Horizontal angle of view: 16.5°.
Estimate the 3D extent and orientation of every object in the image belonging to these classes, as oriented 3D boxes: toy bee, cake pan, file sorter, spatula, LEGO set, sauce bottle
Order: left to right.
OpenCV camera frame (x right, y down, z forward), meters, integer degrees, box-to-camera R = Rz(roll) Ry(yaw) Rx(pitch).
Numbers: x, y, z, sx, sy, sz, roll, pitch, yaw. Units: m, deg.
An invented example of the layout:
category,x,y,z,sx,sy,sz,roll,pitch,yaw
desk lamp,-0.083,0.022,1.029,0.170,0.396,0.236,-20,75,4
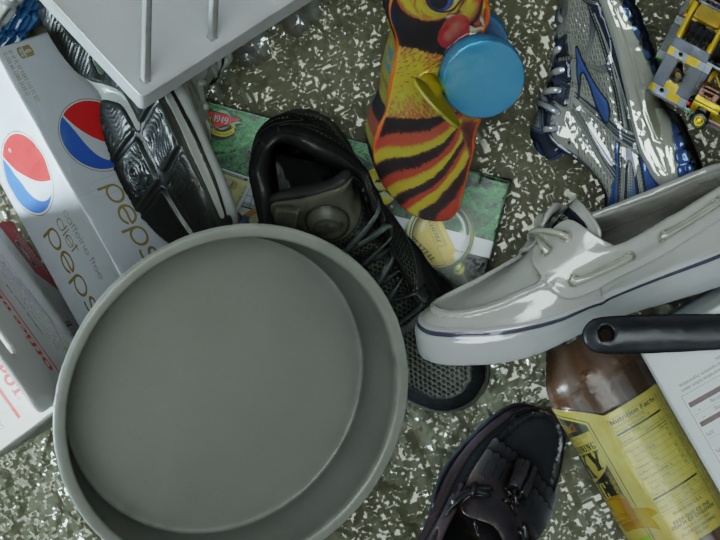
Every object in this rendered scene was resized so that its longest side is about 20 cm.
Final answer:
category,x,y,z,sx,sy,sz,roll,pitch,yaw
file sorter,-0.082,-0.216,1.336,0.200,0.125,0.139,-35,68,-22
cake pan,-0.072,0.067,1.334,0.200,0.037,0.201,-7,110,-20
toy bee,0.039,-0.134,1.385,0.109,0.131,0.200,19,89,-15
sauce bottle,0.149,0.084,1.429,0.065,0.065,0.200,-30,88,7
spatula,0.215,0.030,1.285,0.200,0.021,0.057,-4,79,9
LEGO set,0.235,-0.136,1.341,0.154,0.200,0.116,31,110,12

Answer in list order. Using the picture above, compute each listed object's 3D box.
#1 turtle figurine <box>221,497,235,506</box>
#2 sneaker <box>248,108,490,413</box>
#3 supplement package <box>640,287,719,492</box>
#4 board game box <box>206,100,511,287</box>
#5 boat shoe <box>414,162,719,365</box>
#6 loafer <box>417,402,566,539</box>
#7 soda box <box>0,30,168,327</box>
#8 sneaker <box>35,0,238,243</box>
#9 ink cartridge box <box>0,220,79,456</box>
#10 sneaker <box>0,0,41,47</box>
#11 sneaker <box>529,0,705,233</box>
category,x,y,z,sx,sy,sz,roll,pitch,yaw
turtle figurine,-0.087,0.231,1.421,0.200,0.144,0.194,-17,88,3
sneaker,0.000,0.000,1.392,0.076,0.114,0.200,-31,92,9
supplement package,0.267,0.087,1.370,0.151,0.152,0.200,-31,89,7
board game box,-0.020,-0.029,1.459,0.200,0.023,0.105,14,93,5
boat shoe,0.121,-0.006,1.357,0.200,0.072,0.066,-16,114,-2
loafer,0.064,0.162,1.409,0.072,0.063,0.200,40,72,-15
soda box,-0.150,-0.037,1.423,0.064,0.068,0.200,-24,79,-37
sneaker,-0.092,-0.109,1.402,0.115,0.076,0.201,-17,71,-34
ink cartridge box,-0.210,0.040,1.392,0.067,0.200,0.117,-36,89,6
sneaker,-0.239,-0.155,1.458,0.087,0.075,0.200,40,94,16
sneaker,0.131,-0.101,1.414,0.085,0.077,0.200,-21,91,11
